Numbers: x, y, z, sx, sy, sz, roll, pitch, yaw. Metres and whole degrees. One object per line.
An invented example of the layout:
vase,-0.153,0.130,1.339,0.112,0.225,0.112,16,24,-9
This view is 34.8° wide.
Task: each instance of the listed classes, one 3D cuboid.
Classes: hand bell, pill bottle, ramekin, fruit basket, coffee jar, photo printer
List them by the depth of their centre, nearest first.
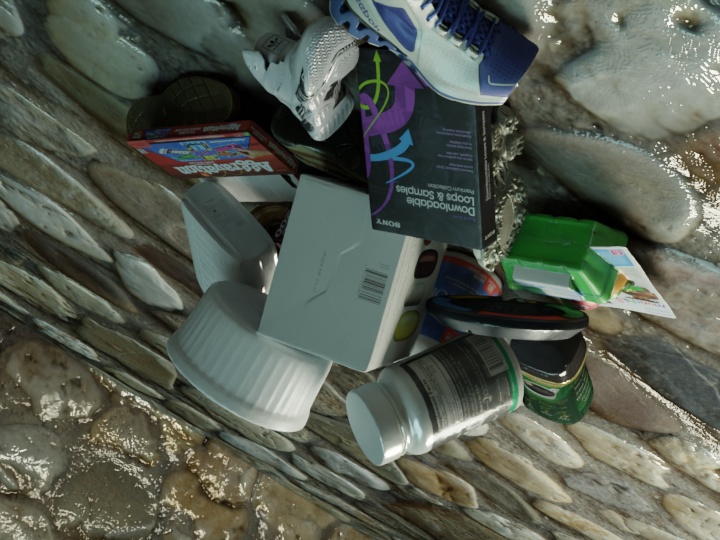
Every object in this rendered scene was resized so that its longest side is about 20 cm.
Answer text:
fruit basket,0.252,0.010,1.335,0.184,0.095,0.200,10,157,36
pill bottle,0.089,0.153,1.394,0.113,0.198,0.114,51,153,39
ramekin,-0.129,0.099,1.413,0.199,0.098,0.201,31,-168,-7
pill bottle,0.104,0.085,1.525,0.111,0.202,0.112,22,159,9
photo printer,-0.170,0.000,1.560,0.166,0.069,0.201,44,152,35
coffee jar,0.269,0.138,1.613,0.103,0.086,0.200,20,159,24
hand bell,-0.099,-0.019,1.712,0.103,0.105,0.200,17,168,22

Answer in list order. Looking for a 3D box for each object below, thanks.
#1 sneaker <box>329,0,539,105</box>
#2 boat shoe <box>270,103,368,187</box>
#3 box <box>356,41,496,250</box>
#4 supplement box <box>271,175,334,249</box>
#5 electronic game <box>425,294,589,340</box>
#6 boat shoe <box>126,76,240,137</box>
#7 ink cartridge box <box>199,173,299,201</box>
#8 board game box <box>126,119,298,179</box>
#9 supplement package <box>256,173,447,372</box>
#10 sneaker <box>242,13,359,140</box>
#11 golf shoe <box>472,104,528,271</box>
sneaker,0.065,-0.229,1.017,0.198,0.081,0.115,27,161,3
boat shoe,-0.010,-0.139,1.335,0.199,0.076,0.074,27,166,22
box,0.067,-0.127,1.165,0.142,0.036,0.202,12,121,35
supplement box,-0.027,-0.026,1.551,0.060,0.110,0.200,10,153,38
electronic game,0.177,0.051,1.393,0.197,0.042,0.200,5,-174,0
boat shoe,-0.215,-0.198,1.450,0.199,0.073,0.067,-8,174,43
ink cartridge box,-0.145,-0.141,1.506,0.198,0.051,0.109,4,148,44
board game box,-0.183,-0.146,1.409,0.198,0.020,0.103,1,158,35
supplement package,0.000,0.000,1.371,0.146,0.194,0.200,19,-172,17
sneaker,-0.065,-0.214,1.159,0.115,0.075,0.200,43,167,12
golf shoe,0.124,-0.096,1.235,0.097,0.078,0.202,23,135,35
